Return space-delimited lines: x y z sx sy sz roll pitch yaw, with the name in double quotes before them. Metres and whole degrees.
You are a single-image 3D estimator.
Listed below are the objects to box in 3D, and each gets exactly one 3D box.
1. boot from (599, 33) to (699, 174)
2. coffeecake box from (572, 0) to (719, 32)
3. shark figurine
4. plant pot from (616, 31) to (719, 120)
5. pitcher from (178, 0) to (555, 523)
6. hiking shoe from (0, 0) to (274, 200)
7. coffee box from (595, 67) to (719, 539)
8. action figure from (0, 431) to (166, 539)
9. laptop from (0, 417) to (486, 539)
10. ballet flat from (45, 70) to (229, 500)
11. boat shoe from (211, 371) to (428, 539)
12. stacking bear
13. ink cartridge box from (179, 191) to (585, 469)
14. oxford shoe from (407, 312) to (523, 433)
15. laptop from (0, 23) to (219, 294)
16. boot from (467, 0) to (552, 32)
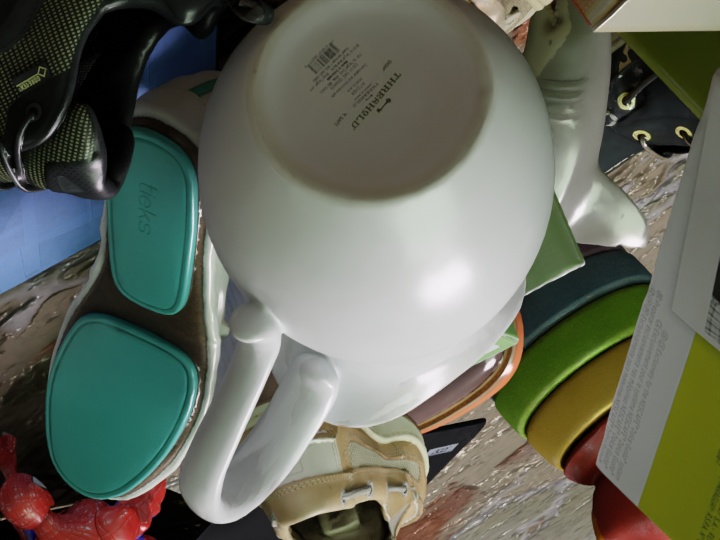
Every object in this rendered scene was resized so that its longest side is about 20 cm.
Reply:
"boot" 0.171 -0.055 1.313 0.203 0.154 0.073 -43 158 23
"coffeecake box" 0.077 -0.168 0.836 0.153 0.200 0.073 -6 146 -52
"shark figurine" 0.081 -0.021 1.272 0.089 0.129 0.215 17 137 -9
"plant pot" 0.171 -0.146 1.057 0.182 0.200 0.199 -46 158 10
"pitcher" -0.008 -0.001 0.981 0.172 0.121 0.200 -52 165 -17
"hiking shoe" -0.126 -0.056 0.924 0.200 0.101 0.076 -40 158 13
"coffee box" 0.229 0.025 0.940 0.199 0.198 0.201 -28 149 -31
"action figure" -0.092 0.112 1.219 0.065 0.099 0.200 -30 143 20
"laptop" -0.075 0.103 1.366 0.177 0.199 0.104 -6 109 -52
"ballet flat" -0.072 0.006 1.074 0.069 0.069 0.201 -20 143 -33
"boat shoe" -0.011 0.097 1.162 0.071 0.076 0.200 -25 161 11
"stacking bear" 0.123 0.063 1.443 0.113 0.200 0.121 -34 160 2
"ink cartridge box" 0.000 0.000 1.190 0.199 0.104 0.059 -28 161 20
"oxford shoe" -0.021 0.043 1.268 0.199 0.072 0.072 -13 169 31
"laptop" -0.116 0.007 1.074 0.115 0.201 0.187 3 154 -2
"boot" -0.009 -0.088 1.063 0.155 0.073 0.200 -45 165 10
